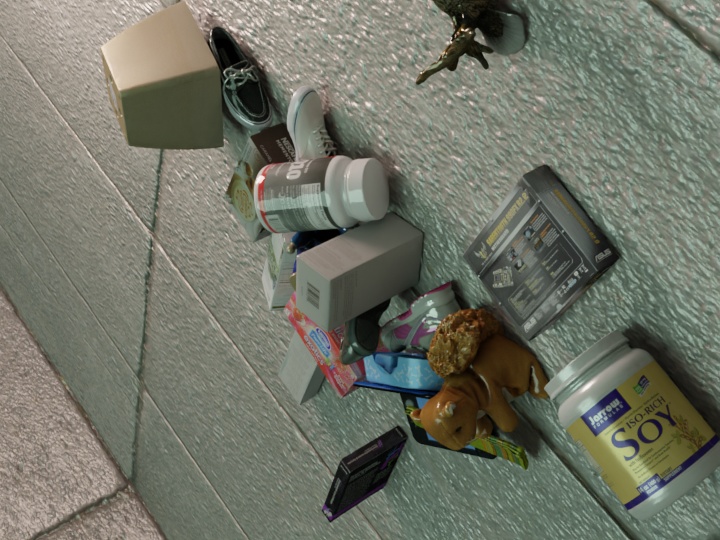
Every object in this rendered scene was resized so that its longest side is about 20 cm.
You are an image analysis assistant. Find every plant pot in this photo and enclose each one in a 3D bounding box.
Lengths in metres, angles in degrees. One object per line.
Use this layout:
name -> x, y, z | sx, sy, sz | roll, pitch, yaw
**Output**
plant pot -> -0.369, -0.339, 1.765 | 0.201, 0.175, 0.201 | 98, 149, -54

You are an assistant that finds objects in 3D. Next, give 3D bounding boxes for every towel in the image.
towel -> 0.166, 0.263, 1.501 | 0.198, 0.018, 0.086 | 18, 157, 26

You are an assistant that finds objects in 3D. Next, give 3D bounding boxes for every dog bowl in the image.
dog bowl -> 0.082, 0.164, 1.576 | 0.199, 0.110, 0.050 | 1, 88, 55

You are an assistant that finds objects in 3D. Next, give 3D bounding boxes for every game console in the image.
game console -> 0.107, 0.246, 1.588 | 0.199, 0.118, 0.173 | 2, 114, 50

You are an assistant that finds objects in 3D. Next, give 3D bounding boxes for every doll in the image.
doll -> -0.066, -0.045, 1.621 | 0.135, 0.201, 0.049 | -14, 126, 15

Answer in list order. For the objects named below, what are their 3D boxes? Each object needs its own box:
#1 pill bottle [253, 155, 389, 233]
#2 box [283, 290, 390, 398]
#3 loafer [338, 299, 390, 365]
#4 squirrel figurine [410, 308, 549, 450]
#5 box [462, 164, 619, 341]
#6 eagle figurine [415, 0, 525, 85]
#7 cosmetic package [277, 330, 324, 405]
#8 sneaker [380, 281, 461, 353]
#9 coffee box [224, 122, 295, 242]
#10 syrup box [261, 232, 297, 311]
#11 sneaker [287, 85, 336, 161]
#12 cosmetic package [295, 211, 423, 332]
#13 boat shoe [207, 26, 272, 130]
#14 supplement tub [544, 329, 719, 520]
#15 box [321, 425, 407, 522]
pill bottle -> -0.061, -0.123, 1.540 | 0.198, 0.114, 0.115 | -4, 111, 28
box -> -0.037, 0.112, 1.734 | 0.201, 0.102, 0.095 | 56, 147, 15
loafer -> 0.000, 0.072, 1.572 | 0.072, 0.201, 0.063 | 37, 126, -17
squirrel figurine -> 0.151, 0.159, 1.409 | 0.141, 0.186, 0.202 | -13, 103, 57
box -> 0.237, -0.019, 1.296 | 0.159, 0.048, 0.200 | 54, 146, 17
eagle figurine -> 0.116, -0.358, 1.194 | 0.150, 0.151, 0.202 | -10, 70, 17
cosmetic package -> -0.107, 0.183, 1.928 | 0.083, 0.050, 0.201 | 53, 146, 21
sneaker -> 0.101, 0.099, 1.543 | 0.089, 0.081, 0.200 | 59, 148, 10
coffee box -> -0.169, -0.158, 1.755 | 0.115, 0.079, 0.200 | 56, 147, 12
syrup box -> -0.125, -0.017, 1.771 | 0.201, 0.080, 0.079 | 107, 152, -49
sneaker -> -0.071, -0.212, 1.598 | 0.070, 0.073, 0.201 | 28, 143, 30
cosmetic package -> 0.000, 0.000, 1.508 | 0.085, 0.199, 0.109 | 35, 136, 34
boat shoe -> -0.213, -0.343, 1.697 | 0.068, 0.073, 0.201 | 114, 134, -68
supplement tub -> 0.340, 0.191, 1.202 | 0.201, 0.145, 0.146 | 52, 146, 17
box -> 0.006, 0.387, 1.823 | 0.036, 0.142, 0.201 | 49, 144, 24
